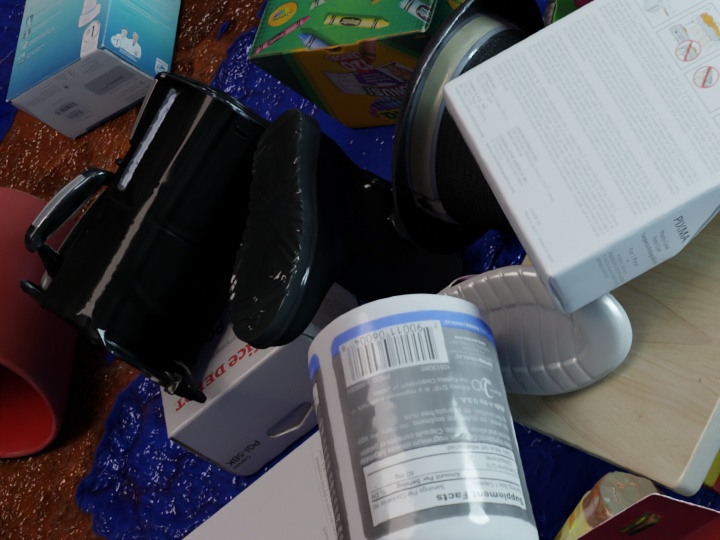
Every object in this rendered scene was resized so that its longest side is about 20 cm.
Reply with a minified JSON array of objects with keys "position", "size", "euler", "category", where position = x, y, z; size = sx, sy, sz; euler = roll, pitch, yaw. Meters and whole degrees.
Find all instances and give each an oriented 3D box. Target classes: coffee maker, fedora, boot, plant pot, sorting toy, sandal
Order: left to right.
[{"position":[-0.326,0.038,1.659],"size":[0.200,0.200,0.178],"euler":[-18,43,40],"category":"plant pot"},{"position":[-0.125,-0.026,1.397],"size":[0.191,0.135,0.201],"euler":[30,88,28],"category":"coffee maker"},{"position":[0.000,0.000,1.314],"size":[0.076,0.168,0.201],"euler":[-36,34,35],"category":"boot"},{"position":[0.080,0.036,1.188],"size":[0.202,0.083,0.050],"euler":[-10,15,36],"category":"sandal"},{"position":[0.103,-0.088,1.271],"size":[0.091,0.200,0.202],"euler":[25,84,27],"category":"fedora"},{"position":[0.186,0.026,1.179],"size":[0.199,0.069,0.200],"euler":[20,82,52],"category":"sorting toy"}]

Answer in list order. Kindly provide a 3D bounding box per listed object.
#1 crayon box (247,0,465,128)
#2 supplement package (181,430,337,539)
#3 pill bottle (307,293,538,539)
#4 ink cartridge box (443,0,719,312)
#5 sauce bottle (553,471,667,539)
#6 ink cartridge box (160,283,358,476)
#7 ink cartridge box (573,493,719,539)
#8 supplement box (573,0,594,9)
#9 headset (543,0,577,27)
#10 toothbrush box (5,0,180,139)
[{"position":[0.026,-0.165,1.442],"size":[0.199,0.118,0.059],"euler":[-2,64,48],"category":"crayon box"},{"position":[-0.022,0.202,1.250],"size":[0.200,0.121,0.120],"euler":[-39,43,22],"category":"supplement package"},{"position":[0.039,0.126,1.096],"size":[0.113,0.113,0.201],"euler":[-29,57,32],"category":"pill bottle"},{"position":[0.168,-0.090,1.125],"size":[0.199,0.047,0.161],"euler":[-28,54,3],"category":"ink cartridge box"},{"position":[0.115,0.206,1.111],"size":[0.201,0.066,0.066],"euler":[-59,35,28],"category":"sauce bottle"},{"position":[-0.083,0.031,1.462],"size":[0.147,0.083,0.201],"euler":[-39,42,23],"category":"ink cartridge box"},{"position":[0.151,0.188,1.004],"size":[0.160,0.199,0.048],"euler":[-37,54,25],"category":"ink cartridge box"},{"position":[0.188,-0.204,1.212],"size":[0.110,0.201,0.086],"euler":[-28,9,27],"category":"supplement box"},{"position":[0.205,-0.197,1.323],"size":[0.200,0.094,0.124],"euler":[-25,46,56],"category":"headset"},{"position":[-0.247,-0.248,1.826],"size":[0.146,0.085,0.201],"euler":[-23,51,38],"category":"toothbrush box"}]
